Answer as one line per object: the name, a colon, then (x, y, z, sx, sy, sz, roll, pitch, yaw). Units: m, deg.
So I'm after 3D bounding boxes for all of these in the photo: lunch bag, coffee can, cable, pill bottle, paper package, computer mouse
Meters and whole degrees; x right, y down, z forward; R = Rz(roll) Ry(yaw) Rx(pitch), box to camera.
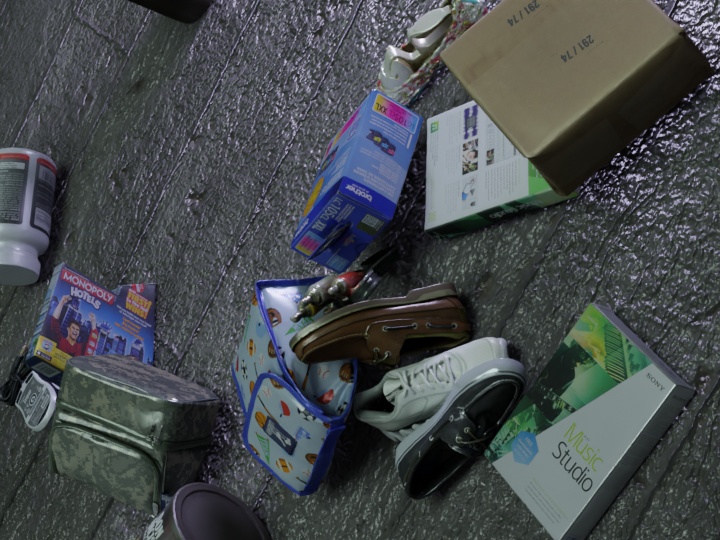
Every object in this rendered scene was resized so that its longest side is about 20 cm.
lunch bag: (-0.073, 0.135, 1.672, 0.170, 0.124, 0.200, 110, 148, -49)
coffee can: (-0.219, 0.375, 1.751, 0.200, 0.146, 0.146, -49, 44, 23)
cable: (0.000, 0.000, 1.642, 0.097, 0.050, 0.200, -32, 8, 37)
lunch bag: (-0.296, 0.214, 1.878, 0.200, 0.139, 0.168, 18, 98, 20)
pill bottle: (-0.554, -0.086, 2.334, 0.116, 0.116, 0.200, -19, 60, 42)
paper package: (0.218, -0.211, 1.491, 0.200, 0.103, 0.191, -41, 55, 10)
computer mouse: (-0.490, 0.191, 2.210, 0.110, 0.044, 0.200, -60, 35, 4)

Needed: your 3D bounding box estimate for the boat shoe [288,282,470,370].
boat shoe: (0.025, 0.071, 1.583, 0.072, 0.200, 0.068, 104, 146, -67)

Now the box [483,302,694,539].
box: (0.221, 0.152, 1.440, 0.200, 0.036, 0.144, -56, 42, 14)

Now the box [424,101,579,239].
box: (0.155, -0.128, 1.619, 0.200, 0.036, 0.144, -18, 61, 44)

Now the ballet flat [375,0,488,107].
ballet flat: (0.070, -0.266, 1.758, 0.200, 0.064, 0.076, -44, 47, 28)

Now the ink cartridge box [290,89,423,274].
ink cartridge box: (-0.007, -0.090, 1.687, 0.136, 0.076, 0.200, -47, 21, 50)

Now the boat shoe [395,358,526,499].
boat shoe: (0.105, 0.172, 1.526, 0.200, 0.070, 0.066, -44, 35, 31)

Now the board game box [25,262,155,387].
board game box: (-0.363, 0.085, 2.027, 0.062, 0.200, 0.200, -23, 44, 39)

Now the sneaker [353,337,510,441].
sneaker: (0.077, 0.127, 1.577, 0.200, 0.081, 0.075, -33, 50, 33)

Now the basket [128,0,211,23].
basket: (-0.321, -0.457, 2.165, 0.180, 0.200, 0.136, 34, 100, 48)
